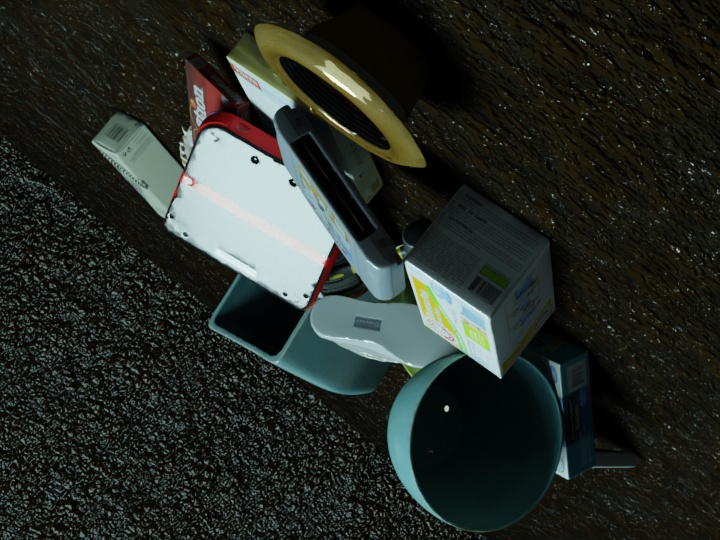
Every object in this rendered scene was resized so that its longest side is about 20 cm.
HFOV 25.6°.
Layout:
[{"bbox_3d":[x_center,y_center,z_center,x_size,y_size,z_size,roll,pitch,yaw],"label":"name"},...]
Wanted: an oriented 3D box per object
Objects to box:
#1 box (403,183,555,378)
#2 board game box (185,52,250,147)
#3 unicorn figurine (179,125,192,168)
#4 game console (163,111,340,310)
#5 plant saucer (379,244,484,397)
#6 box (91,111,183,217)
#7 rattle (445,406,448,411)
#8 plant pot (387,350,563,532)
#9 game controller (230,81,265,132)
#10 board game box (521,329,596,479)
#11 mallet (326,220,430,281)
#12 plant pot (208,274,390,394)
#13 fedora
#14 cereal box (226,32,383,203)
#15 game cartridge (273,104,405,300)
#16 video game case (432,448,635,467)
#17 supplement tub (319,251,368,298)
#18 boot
[{"bbox_3d":[0.126,0.015,1.628,0.112,0.101,0.200,35,168,20],"label":"box"},{"bbox_3d":[-0.159,-0.144,1.812,0.103,0.019,0.201,45,152,31],"label":"board game box"},{"bbox_3d":[-0.169,-0.106,1.967,0.137,0.074,0.201,10,118,55],"label":"unicorn figurine"},{"bbox_3d":[-0.111,-0.066,1.753,0.199,0.031,0.177,31,129,5],"label":"game console"},{"bbox_3d":[0.093,0.060,1.890,0.200,0.031,0.201,35,135,43],"label":"plant saucer"},{"bbox_3d":[-0.329,-0.157,2.491,0.082,0.068,0.200,28,164,44],"label":"box"},{"bbox_3d":[0.203,0.147,2.023,0.199,0.131,0.143,-14,161,35],"label":"rattle"},{"bbox_3d":[0.108,0.183,1.782,0.200,0.200,0.135,44,162,-23],"label":"plant pot"},{"bbox_3d":[-0.113,-0.144,1.888,0.104,0.042,0.200,51,175,25],"label":"game controller"},{"bbox_3d":[0.188,0.138,1.863,0.200,0.047,0.152,25,129,50],"label":"board game box"},{"bbox_3d":[0.000,0.000,1.811,0.066,0.199,0.041,54,-160,-52],"label":"mallet"},{"bbox_3d":[-0.046,0.064,2.168,0.200,0.196,0.196,37,172,-35],"label":"plant pot"},{"bbox_3d":[0.000,-0.171,1.362,0.200,0.082,0.201,36,174,5],"label":"fedora"},{"bbox_3d":[-0.056,-0.158,1.694,0.144,0.040,0.200,35,168,23],"label":"cereal box"},{"bbox_3d":[-0.022,-0.064,1.609,0.200,0.041,0.133,55,169,16],"label":"game cartridge"},{"bbox_3d":[0.220,0.230,1.999,0.181,0.023,0.200,1,176,40],"label":"video game case"},{"bbox_3d":[-0.041,-0.042,1.886,0.122,0.123,0.200,34,167,23],"label":"supplement tub"},{"bbox_3d":[0.043,0.077,1.892,0.199,0.074,0.096,16,173,26],"label":"boot"}]
